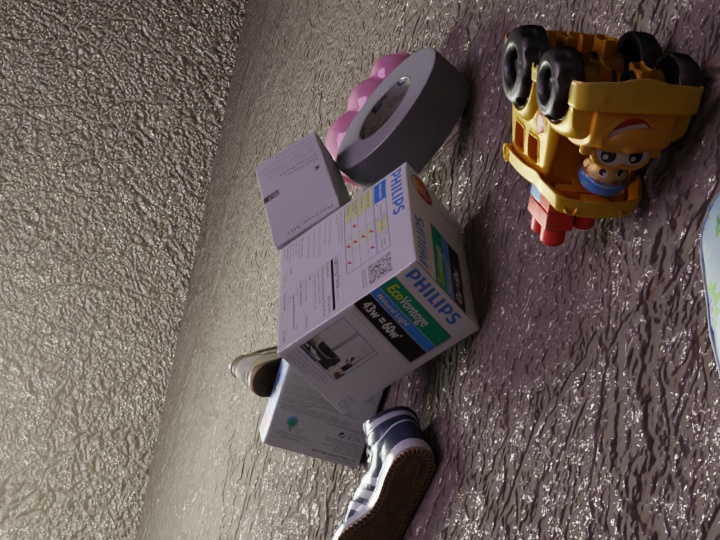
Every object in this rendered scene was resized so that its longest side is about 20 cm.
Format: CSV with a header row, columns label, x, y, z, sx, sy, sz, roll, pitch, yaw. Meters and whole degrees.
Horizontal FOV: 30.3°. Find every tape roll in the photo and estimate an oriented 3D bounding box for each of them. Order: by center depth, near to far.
label,x,y,z,sx,sy,sz,roll,pitch,yaw
tape roll,0.055,-0.194,1.749,0.200,0.066,0.201,-46,20,22

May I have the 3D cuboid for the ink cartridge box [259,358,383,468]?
label,x,y,z,sx,sy,sz,roll,pitch,yaw
ink cartridge box,-0.038,0.139,1.725,0.076,0.135,0.202,-127,54,-74

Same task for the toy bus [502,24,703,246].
label,x,y,z,sx,sy,sz,roll,pitch,yaw
toy bus,0.197,-0.108,1.162,0.200,0.134,0.195,-120,35,-67

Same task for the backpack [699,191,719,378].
label,x,y,z,sx,sy,sz,roll,pitch,yaw
backpack,0.277,0.002,0.687,0.200,0.145,0.185,128,152,-48

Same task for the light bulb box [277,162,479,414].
label,x,y,z,sx,sy,sz,roll,pitch,yaw
light bulb box,0.016,0.019,1.529,0.199,0.125,0.199,-33,32,21

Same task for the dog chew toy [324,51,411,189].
label,x,y,z,sx,sy,sz,roll,pitch,yaw
dog chew toy,0.029,-0.218,1.910,0.202,0.123,0.124,-67,14,-5

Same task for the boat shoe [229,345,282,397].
label,x,y,z,sx,sy,sz,roll,pitch,yaw
boat shoe,-0.086,0.128,1.816,0.063,0.199,0.074,24,114,42

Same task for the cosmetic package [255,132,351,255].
label,x,y,z,sx,sy,sz,roll,pitch,yaw
cosmetic package,-0.066,-0.084,1.703,0.101,0.074,0.201,-32,33,7

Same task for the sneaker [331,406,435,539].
label,x,y,z,sx,sy,sz,roll,pitch,yaw
sneaker,0.019,0.248,1.530,0.201,0.069,0.109,-60,24,24
